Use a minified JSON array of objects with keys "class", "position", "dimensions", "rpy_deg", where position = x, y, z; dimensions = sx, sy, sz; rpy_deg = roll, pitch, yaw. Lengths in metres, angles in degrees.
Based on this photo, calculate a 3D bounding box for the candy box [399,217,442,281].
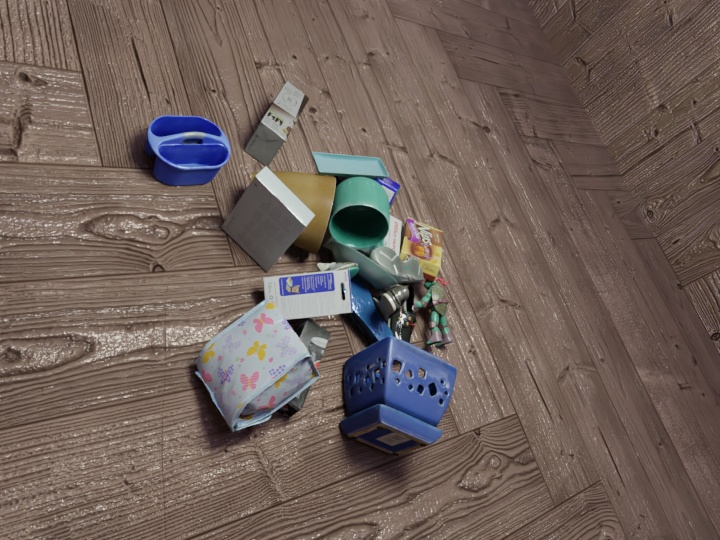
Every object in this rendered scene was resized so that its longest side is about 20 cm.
[{"class":"candy box","position":[0.165,-0.061,1.640],"dimensions":[0.113,0.058,0.202],"rpy_deg":[21,34,-2]}]

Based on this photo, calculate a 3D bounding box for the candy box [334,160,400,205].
[{"class":"candy box","position":[0.021,-0.231,1.590],"dimensions":[0.166,0.079,0.200],"rpy_deg":[30,15,1]}]

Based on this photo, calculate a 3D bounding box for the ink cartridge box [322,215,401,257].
[{"class":"ink cartridge box","position":[0.009,-0.098,1.573],"dimensions":[0.196,0.084,0.148],"rpy_deg":[27,49,-23]}]

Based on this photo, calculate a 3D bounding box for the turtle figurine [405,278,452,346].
[{"class":"turtle figurine","position":[0.190,0.097,1.590],"dimensions":[0.146,0.100,0.206],"rpy_deg":[1,68,-36]}]

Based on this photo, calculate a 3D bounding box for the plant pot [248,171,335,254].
[{"class":"plant pot","position":[-0.176,-0.159,1.419],"dimensions":[0.194,0.188,0.191],"rpy_deg":[16,52,-11]}]

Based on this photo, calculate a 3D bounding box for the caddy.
[{"class":"caddy","position":[-0.393,-0.279,1.350],"dimensions":[0.196,0.105,0.145],"rpy_deg":[-12,69,-42]}]

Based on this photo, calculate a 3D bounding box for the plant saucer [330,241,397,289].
[{"class":"plant saucer","position":[0.000,0.000,1.458],"dimensions":[0.198,0.200,0.039],"rpy_deg":[35,81,-15]}]

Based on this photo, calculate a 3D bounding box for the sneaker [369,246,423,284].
[{"class":"sneaker","position":[0.079,0.000,1.489],"dimensions":[0.198,0.079,0.073],"rpy_deg":[23,51,-49]}]

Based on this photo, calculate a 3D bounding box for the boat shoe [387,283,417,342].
[{"class":"boat shoe","position":[0.109,0.125,1.501],"dimensions":[0.074,0.061,0.207],"rpy_deg":[47,36,-46]}]

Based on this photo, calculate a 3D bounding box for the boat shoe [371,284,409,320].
[{"class":"boat shoe","position":[0.072,0.076,1.433],"dimensions":[0.056,0.200,0.068],"rpy_deg":[-30,88,-14]}]

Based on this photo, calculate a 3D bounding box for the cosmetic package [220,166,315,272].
[{"class":"cosmetic package","position":[-0.210,-0.109,1.322],"dimensions":[0.150,0.199,0.052],"rpy_deg":[42,44,-7]}]

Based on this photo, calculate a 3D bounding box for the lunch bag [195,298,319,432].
[{"class":"lunch bag","position":[-0.206,0.189,1.155],"dimensions":[0.198,0.129,0.170],"rpy_deg":[-35,57,-16]}]

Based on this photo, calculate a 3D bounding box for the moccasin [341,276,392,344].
[{"class":"moccasin","position":[0.000,0.108,1.449],"dimensions":[0.079,0.068,0.204],"rpy_deg":[-27,86,-33]}]

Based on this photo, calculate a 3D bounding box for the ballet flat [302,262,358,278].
[{"class":"ballet flat","position":[-0.098,0.023,1.367],"dimensions":[0.197,0.072,0.073],"rpy_deg":[-34,82,-6]}]

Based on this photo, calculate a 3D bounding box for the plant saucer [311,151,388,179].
[{"class":"plant saucer","position":[-0.025,-0.256,1.460],"dimensions":[0.194,0.019,0.071],"rpy_deg":[-2,51,-29]}]

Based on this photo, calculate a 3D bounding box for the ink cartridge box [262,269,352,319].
[{"class":"ink cartridge box","position":[-0.116,0.055,1.312],"dimensions":[0.193,0.037,0.098],"rpy_deg":[-6,90,1]}]

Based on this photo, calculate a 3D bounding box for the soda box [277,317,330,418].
[{"class":"soda box","position":[-0.133,0.207,1.278],"dimensions":[0.070,0.063,0.203],"rpy_deg":[34,47,-15]}]

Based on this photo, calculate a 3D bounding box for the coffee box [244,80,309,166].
[{"class":"coffee box","position":[-0.218,-0.387,1.557],"dimensions":[0.079,0.113,0.203],"rpy_deg":[33,47,-16]}]

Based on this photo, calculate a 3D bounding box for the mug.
[{"class":"mug","position":[-0.004,-0.139,1.442],"dimensions":[0.146,0.187,0.117],"rpy_deg":[5,53,-5]}]

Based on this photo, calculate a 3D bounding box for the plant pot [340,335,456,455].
[{"class":"plant pot","position":[0.075,0.287,1.304],"dimensions":[0.196,0.199,0.184],"rpy_deg":[27,54,-22]}]
